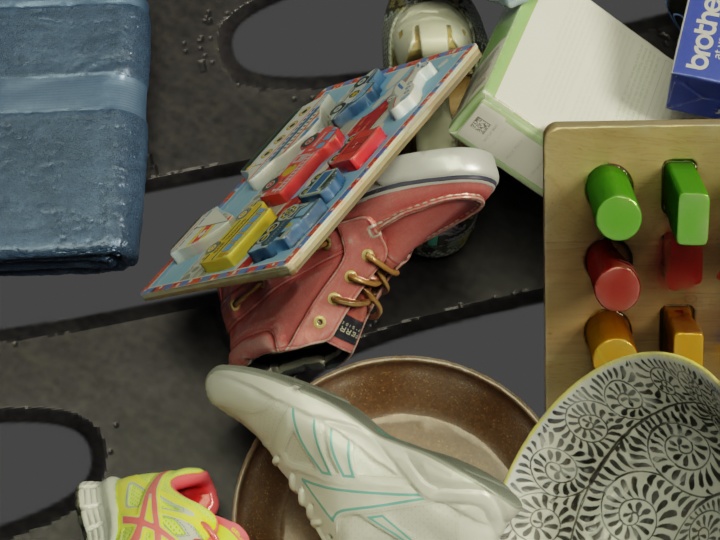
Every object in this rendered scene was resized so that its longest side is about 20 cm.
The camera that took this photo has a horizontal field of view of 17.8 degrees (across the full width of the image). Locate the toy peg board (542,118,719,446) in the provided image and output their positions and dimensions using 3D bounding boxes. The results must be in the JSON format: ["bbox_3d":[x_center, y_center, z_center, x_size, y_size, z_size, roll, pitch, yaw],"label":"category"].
[{"bbox_3d":[0.203,0.022,1.285,0.198,0.098,0.201,-1,104,2],"label":"toy peg board"}]

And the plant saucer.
[{"bbox_3d":[0.025,0.149,1.325,0.198,0.037,0.202,-1,66,2],"label":"plant saucer"}]

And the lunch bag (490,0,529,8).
[{"bbox_3d":[0.051,-0.275,1.399,0.126,0.171,0.200,-20,40,-8],"label":"lunch bag"}]

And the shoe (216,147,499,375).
[{"bbox_3d":[0.000,0.000,1.340,0.199,0.071,0.092,-20,67,30],"label":"shoe"}]

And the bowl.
[{"bbox_3d":[0.165,0.153,1.230,0.094,0.200,0.202,23,62,-32],"label":"bowl"}]

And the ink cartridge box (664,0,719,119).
[{"bbox_3d":[0.248,-0.181,1.374,0.093,0.044,0.201,13,65,8],"label":"ink cartridge box"}]

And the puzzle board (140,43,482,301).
[{"bbox_3d":[-0.032,-0.060,1.341,0.017,0.150,0.200,54,56,-20],"label":"puzzle board"}]

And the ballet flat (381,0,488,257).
[{"bbox_3d":[0.048,-0.110,1.419,0.071,0.072,0.202,-1,66,1],"label":"ballet flat"}]

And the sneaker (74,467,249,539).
[{"bbox_3d":[-0.102,0.167,1.256,0.090,0.079,0.200,-17,33,-3],"label":"sneaker"}]

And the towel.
[{"bbox_3d":[-0.187,-0.091,1.430,0.111,0.049,0.202,-1,66,2],"label":"towel"}]

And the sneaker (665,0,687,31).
[{"bbox_3d":[0.259,-0.113,1.395,0.200,0.070,0.078,38,44,11],"label":"sneaker"}]

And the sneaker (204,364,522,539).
[{"bbox_3d":[-0.012,0.116,1.285,0.199,0.070,0.081,28,95,22],"label":"sneaker"}]

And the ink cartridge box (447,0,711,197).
[{"bbox_3d":[0.162,-0.081,1.385,0.199,0.048,0.146,34,41,-8],"label":"ink cartridge box"}]
